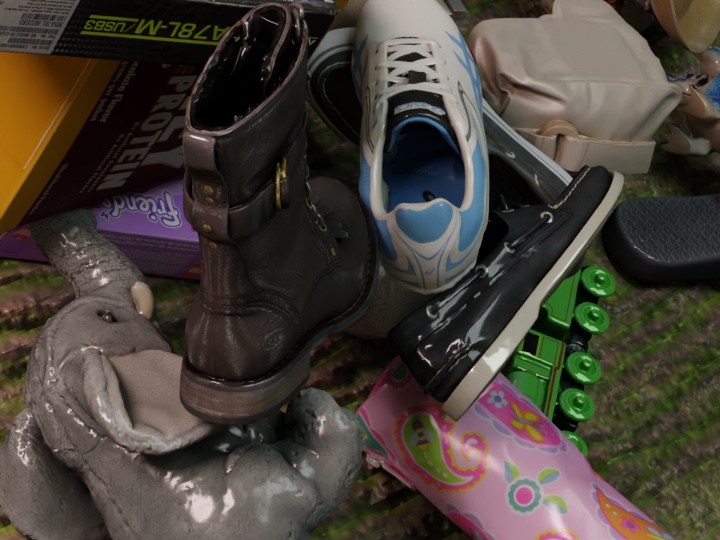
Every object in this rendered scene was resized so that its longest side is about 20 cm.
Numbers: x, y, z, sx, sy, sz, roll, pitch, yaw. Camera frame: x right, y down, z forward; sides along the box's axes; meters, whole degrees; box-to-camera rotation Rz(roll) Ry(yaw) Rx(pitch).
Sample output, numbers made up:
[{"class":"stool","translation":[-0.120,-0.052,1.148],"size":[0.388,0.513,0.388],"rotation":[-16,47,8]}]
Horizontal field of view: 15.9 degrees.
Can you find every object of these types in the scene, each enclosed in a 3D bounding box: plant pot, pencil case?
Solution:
[{"class":"plant pot","translation":[0.217,-0.243,1.681],"size":[0.200,0.027,0.200],"rotation":[6,90,-68]},{"class":"pencil case","translation":[0.083,0.119,1.366],"size":[0.200,0.087,0.087],"rotation":[43,39,12]}]

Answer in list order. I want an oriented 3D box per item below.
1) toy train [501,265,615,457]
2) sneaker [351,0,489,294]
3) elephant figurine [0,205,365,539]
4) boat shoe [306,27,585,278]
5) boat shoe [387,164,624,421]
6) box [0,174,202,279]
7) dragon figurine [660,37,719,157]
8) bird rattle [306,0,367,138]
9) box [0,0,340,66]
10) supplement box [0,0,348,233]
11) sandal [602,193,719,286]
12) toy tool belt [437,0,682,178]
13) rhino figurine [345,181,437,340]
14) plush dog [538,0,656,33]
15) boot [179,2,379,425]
[{"class":"toy train","translation":[0.106,0.066,1.480],"size":[0.056,0.042,0.200],"rotation":[22,46,-7]},{"class":"sneaker","translation":[0.032,-0.081,1.332],"size":[0.072,0.073,0.200],"rotation":[-2,51,-4]},{"class":"elephant figurine","translation":[-0.109,0.076,1.231],"size":[0.200,0.142,0.155],"rotation":[34,3,-7]},{"class":"boat shoe","translation":[0.052,-0.064,1.429],"size":[0.200,0.069,0.057],"rotation":[33,25,-22]},{"class":"boat shoe","translation":[0.074,-0.004,1.359],"size":[0.066,0.075,0.199],"rotation":[36,53,3]},{"class":"box","translation":[-0.166,-0.070,1.351],"size":[0.200,0.039,0.137],"rotation":[7,55,-37]},{"class":"dragon figurine","translation":[0.265,-0.086,1.682],"size":[0.200,0.059,0.099],"rotation":[37,36,26]},{"class":"bird rattle","translation":[-0.020,-0.182,1.482],"size":[0.113,0.163,0.200],"rotation":[28,49,-30]},{"class":"box","translation":[-0.132,-0.176,1.173],"size":[0.200,0.048,0.193],"rotation":[0,46,-41]},{"class":"supplement box","translation":[-0.150,-0.148,1.283],"size":[0.197,0.133,0.200],"rotation":[47,35,16]},{"class":"sandal","translation":[0.239,-0.015,1.669],"size":[0.200,0.043,0.076],"rotation":[4,48,-28]},{"class":"toy tool belt","translation":[0.085,-0.087,1.532],"size":[0.200,0.123,0.125],"rotation":[-4,50,-37]},{"class":"rhino figurine","translation":[0.000,0.000,1.409],"size":[0.200,0.060,0.087],"rotation":[-1,58,-53]},{"class":"plush dog","translation":[0.141,-0.229,1.692],"size":[0.200,0.160,0.172],"rotation":[-22,92,-65]},{"class":"boot","translation":[-0.035,-0.043,1.171],"size":[0.069,0.174,0.200],"rotation":[9,33,12]}]
